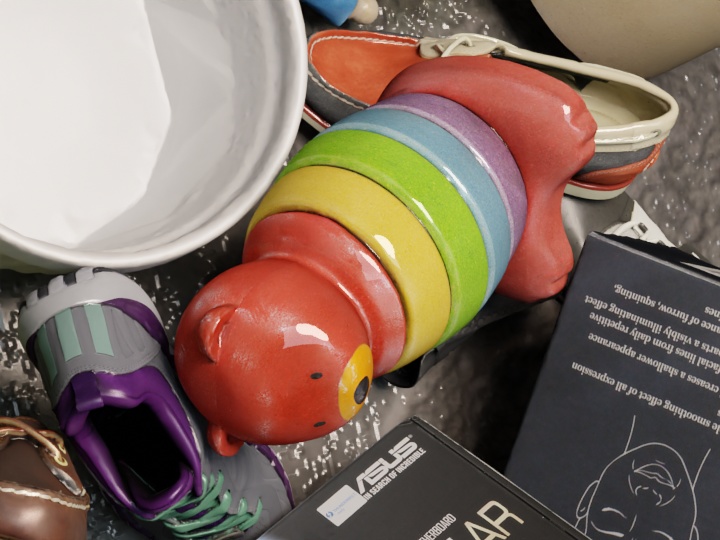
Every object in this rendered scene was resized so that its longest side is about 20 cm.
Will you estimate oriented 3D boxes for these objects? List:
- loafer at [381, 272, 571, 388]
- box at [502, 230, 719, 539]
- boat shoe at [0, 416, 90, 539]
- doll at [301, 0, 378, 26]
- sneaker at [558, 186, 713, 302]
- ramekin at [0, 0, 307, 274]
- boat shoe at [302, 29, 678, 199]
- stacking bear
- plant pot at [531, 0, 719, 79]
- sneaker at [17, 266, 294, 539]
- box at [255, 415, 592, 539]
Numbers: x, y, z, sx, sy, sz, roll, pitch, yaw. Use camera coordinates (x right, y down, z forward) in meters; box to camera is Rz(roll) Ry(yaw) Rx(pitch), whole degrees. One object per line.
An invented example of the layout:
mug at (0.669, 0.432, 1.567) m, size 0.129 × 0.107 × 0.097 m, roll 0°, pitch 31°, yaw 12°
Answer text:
loafer at (0.020, 0.022, 0.914) m, size 0.200 × 0.068 × 0.071 m, roll -11°, pitch 106°, yaw -34°
box at (0.157, 0.102, 0.868) m, size 0.107 × 0.148 × 0.201 m, roll 9°, pitch 103°, yaw -57°
boat shoe at (-0.143, 0.091, 0.730) m, size 0.070 × 0.200 × 0.071 m, roll 19°, pitch 76°, yaw -13°
doll at (-0.013, -0.193, 0.939) m, size 0.200 × 0.048 × 0.137 m, roll -28°, pitch 94°, yaw -33°
sneaker at (0.164, 0.017, 0.978) m, size 0.074 × 0.088 × 0.200 m, roll -39°, pitch 99°, yaw -27°
ramekin at (-0.134, -0.092, 0.822) m, size 0.200 × 0.105 × 0.201 m, roll 5°, pitch 79°, yaw -28°
boat shoe at (0.060, -0.088, 0.933) m, size 0.199 × 0.063 × 0.071 m, roll 14°, pitch 60°, yaw -12°
stacking bear at (0.000, 0.000, 0.791) m, size 0.114 × 0.122 × 0.200 m, roll 26°, pitch 45°, yaw 22°
plant pot at (0.203, -0.210, 0.951) m, size 0.187 × 0.200 × 0.188 m, roll 11°, pitch 74°, yaw -43°
sneaker at (-0.083, 0.092, 0.790) m, size 0.074 × 0.088 × 0.200 m, roll -29°, pitch 131°, yaw 7°
box at (0.012, 0.170, 0.790) m, size 0.200 × 0.044 × 0.160 m, roll -36°, pitch 54°, yaw -29°
